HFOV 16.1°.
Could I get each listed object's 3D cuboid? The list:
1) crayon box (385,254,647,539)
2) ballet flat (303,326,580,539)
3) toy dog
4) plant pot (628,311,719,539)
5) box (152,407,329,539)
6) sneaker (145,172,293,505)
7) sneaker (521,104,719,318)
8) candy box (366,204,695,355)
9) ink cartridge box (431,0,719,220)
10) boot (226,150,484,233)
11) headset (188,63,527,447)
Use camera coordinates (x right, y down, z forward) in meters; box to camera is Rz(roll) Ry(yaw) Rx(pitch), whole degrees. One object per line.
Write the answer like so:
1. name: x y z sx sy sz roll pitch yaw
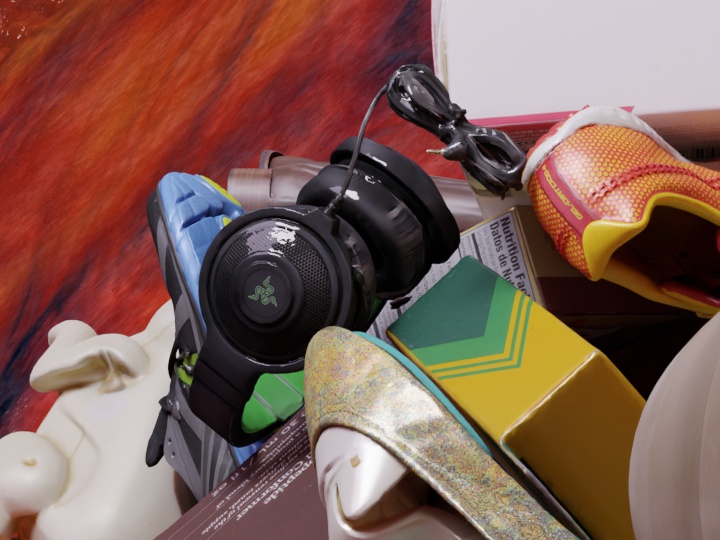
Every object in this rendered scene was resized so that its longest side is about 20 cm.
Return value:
1. crayon box: 0.088 0.073 0.955 0.052 0.126 0.200 -42 18 -1
2. ballet flat: 0.030 0.092 0.837 0.071 0.071 0.200 -43 60 -7
3. toy dog: -0.104 0.086 1.321 0.200 0.140 0.194 -48 32 -19
4. plant pot: 0.164 0.064 0.734 0.200 0.200 0.173 -47 9 -17
5. box: -0.007 0.122 0.983 0.100 0.075 0.200 -41 18 -9
6. sneaker: -0.069 0.049 1.147 0.082 0.201 0.071 -24 -18 33
7. sneaker: 0.143 -0.010 1.014 0.073 0.199 0.077 -51 52 33
8. candy box: 0.041 0.031 1.176 0.200 0.056 0.115 -28 -18 38
9. ink cartridge box: 0.113 -0.080 1.101 0.146 0.083 0.200 -5 -11 7
10. boot: 0.041 -0.024 1.295 0.199 0.065 0.186 2 5 6
11. headset: 0.000 0.000 1.025 0.123 0.094 0.201 -38 -21 -44
